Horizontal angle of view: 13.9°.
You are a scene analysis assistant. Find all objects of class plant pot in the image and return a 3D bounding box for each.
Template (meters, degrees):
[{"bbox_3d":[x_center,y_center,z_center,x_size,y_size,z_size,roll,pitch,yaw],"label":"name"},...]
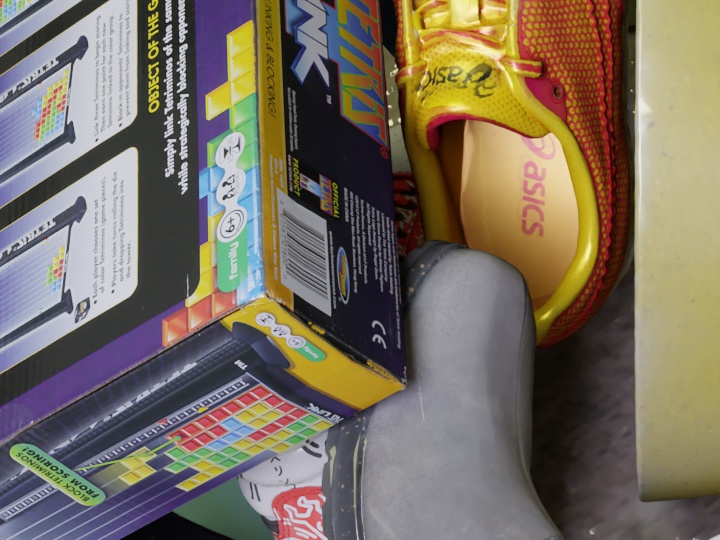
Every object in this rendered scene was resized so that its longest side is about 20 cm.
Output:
[{"bbox_3d":[0.146,-0.037,0.799,0.142,0.200,0.200,0,60,7],"label":"plant pot"}]

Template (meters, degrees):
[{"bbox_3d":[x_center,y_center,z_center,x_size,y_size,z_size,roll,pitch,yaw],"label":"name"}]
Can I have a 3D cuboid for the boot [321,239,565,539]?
[{"bbox_3d":[0.057,0.085,0.703,0.131,0.070,0.201,-6,66,30],"label":"boot"}]

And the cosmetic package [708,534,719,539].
[{"bbox_3d":[0.135,0.111,0.746,0.200,0.113,0.081,-26,50,15],"label":"cosmetic package"}]

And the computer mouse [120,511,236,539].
[{"bbox_3d":[-0.076,0.103,0.876,0.200,0.053,0.138,28,36,33],"label":"computer mouse"}]

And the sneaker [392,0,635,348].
[{"bbox_3d":[0.039,-0.075,0.799,0.073,0.077,0.201,-9,99,20],"label":"sneaker"}]

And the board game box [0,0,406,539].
[{"bbox_3d":[-0.070,-0.025,0.792,0.165,0.057,0.200,-30,45,31],"label":"board game box"}]

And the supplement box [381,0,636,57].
[{"bbox_3d":[0.063,-0.182,0.915,0.199,0.200,0.135,-7,60,28],"label":"supplement box"}]

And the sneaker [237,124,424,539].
[{"bbox_3d":[0.001,0.000,0.855,0.067,0.108,0.202,-14,42,22],"label":"sneaker"}]

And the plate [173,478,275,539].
[{"bbox_3d":[-0.038,0.067,0.942,0.200,0.026,0.201,-15,55,23],"label":"plate"}]
